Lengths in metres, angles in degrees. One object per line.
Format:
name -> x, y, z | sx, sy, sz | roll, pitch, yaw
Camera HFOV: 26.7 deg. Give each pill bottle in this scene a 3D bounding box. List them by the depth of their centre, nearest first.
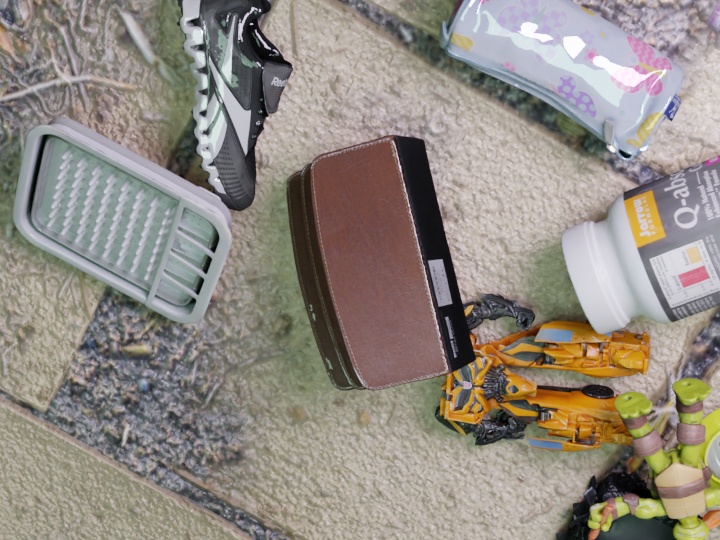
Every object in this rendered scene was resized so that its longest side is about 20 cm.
pill bottle -> 0.275, -0.024, 1.258 | 0.199, 0.116, 0.117 | -21, 105, 16

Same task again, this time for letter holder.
letter holder -> 0.000, 0.000, 1.297 | 0.141, 0.100, 0.202 | -14, 89, 17

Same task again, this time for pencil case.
pencil case -> 0.164, -0.172, 1.242 | 0.199, 0.083, 0.091 | 31, 90, -1

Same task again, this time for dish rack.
dish rack -> -0.208, -0.049, 1.348 | 0.199, 0.044, 0.172 | 28, 142, 0

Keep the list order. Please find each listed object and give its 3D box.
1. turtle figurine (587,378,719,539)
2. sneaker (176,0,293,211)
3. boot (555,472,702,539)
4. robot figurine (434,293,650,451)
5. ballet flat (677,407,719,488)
turtle figurine -> 0.284, 0.176, 1.308 | 0.198, 0.064, 0.163 | -9, 109, 18
sneaker -> -0.100, -0.149, 1.308 | 0.090, 0.067, 0.202 | -3, 107, 14
boot -> 0.264, 0.289, 1.400 | 0.197, 0.073, 0.163 | 28, 106, -2
robot figurine -> 0.155, 0.097, 1.353 | 0.198, 0.058, 0.146 | 4, 109, 8
ballet flat -> 0.357, 0.139, 1.327 | 0.199, 0.067, 0.067 | -36, 101, 20
